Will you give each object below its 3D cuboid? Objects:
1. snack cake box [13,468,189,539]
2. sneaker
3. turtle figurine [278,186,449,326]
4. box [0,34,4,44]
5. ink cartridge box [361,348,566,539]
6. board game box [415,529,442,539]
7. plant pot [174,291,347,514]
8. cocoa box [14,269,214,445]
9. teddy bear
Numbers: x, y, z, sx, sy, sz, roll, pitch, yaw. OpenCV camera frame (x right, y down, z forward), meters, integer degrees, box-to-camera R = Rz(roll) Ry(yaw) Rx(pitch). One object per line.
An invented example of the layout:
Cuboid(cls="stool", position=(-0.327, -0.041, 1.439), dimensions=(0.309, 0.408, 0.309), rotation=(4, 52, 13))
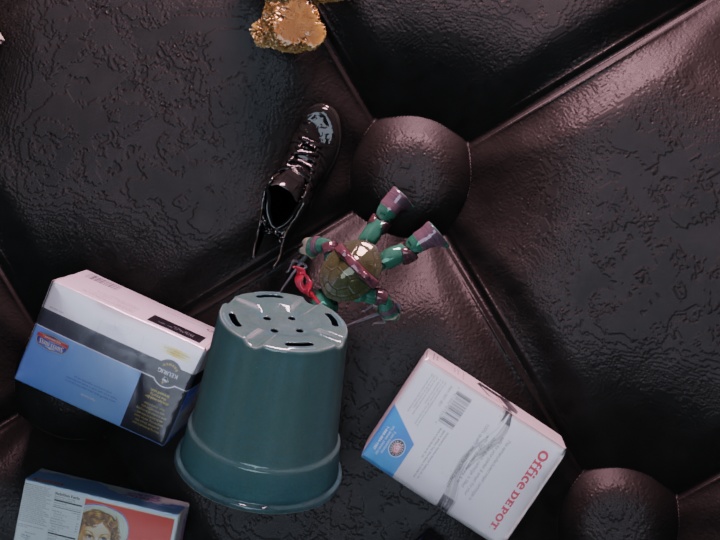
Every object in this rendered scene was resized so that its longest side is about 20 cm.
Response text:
Cuboid(cls="snack cake box", position=(-0.325, 0.328, 1.646), dimensions=(0.200, 0.067, 0.115), rotation=(13, 94, 4))
Cuboid(cls="sneaker", position=(-0.076, -0.103, 1.565), dimensions=(0.060, 0.104, 0.200), rotation=(22, 97, 3))
Cuboid(cls="turtle figurine", position=(0.000, 0.000, 1.576), dimensions=(0.200, 0.101, 0.150), rotation=(-42, 90, 2))
Cuboid(cls="box", position=(-0.548, -0.328, 1.584), dimensions=(0.128, 0.109, 0.200), rotation=(-33, 91, 7))
Cuboid(cls="ink cartridge box", position=(0.124, 0.211, 1.586), dimensions=(0.200, 0.084, 0.145), rotation=(33, 97, 1))
Cuboid(cls="board game box", position=(0.127, 0.420, 1.581), dimensions=(0.200, 0.136, 0.035), rotation=(39, 125, 0))
Cuboid(cls="plant pot", position=(-0.102, 0.142, 1.518), dimensions=(0.200, 0.200, 0.196), rotation=(13, 113, 4))
Cuboid(cls="cocoa box", position=(-0.286, 0.103, 1.588), dimensions=(0.200, 0.133, 0.131), rotation=(24, 97, 2))
Cuboid(cls="teddy bear", position=(-0.074, -0.355, 1.570), dimensions=(0.145, 0.067, 0.200), rotation=(-13, 88, -3))
